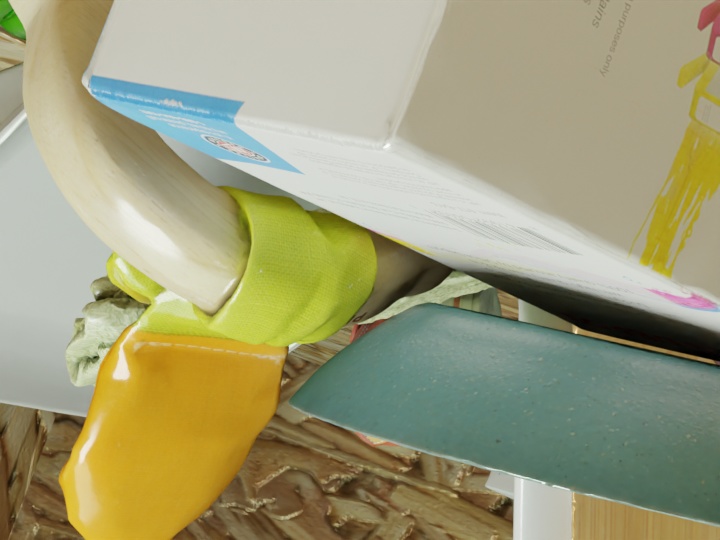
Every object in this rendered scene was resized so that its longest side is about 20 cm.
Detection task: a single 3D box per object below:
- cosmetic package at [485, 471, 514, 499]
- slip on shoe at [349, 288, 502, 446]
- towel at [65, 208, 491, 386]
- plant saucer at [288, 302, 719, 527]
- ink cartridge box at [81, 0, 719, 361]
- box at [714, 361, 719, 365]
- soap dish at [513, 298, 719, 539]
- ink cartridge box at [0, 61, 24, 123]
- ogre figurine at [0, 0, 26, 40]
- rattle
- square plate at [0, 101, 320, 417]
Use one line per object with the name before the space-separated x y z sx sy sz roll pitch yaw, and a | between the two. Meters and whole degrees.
cosmetic package | 0.155 0.060 1.284 0.052 0.151 0.200 24 173 -27
slip on shoe | 0.026 0.027 1.005 0.061 0.074 0.200 -13 -172 7
towel | 0.000 0.000 0.855 0.199 0.037 0.148 -16 177 -8
plant saucer | 0.082 0.040 0.678 0.199 0.036 0.200 13 180 0
ink cartridge box | 0.063 -0.058 0.635 0.200 0.126 0.128 24 174 -37
box | 0.178 -0.007 0.752 0.075 0.100 0.200 52 163 -16
soap dish | 0.098 0.079 0.983 0.081 0.201 0.157 0 -158 5
ink cartridge box | -0.077 -0.036 1.020 0.199 0.086 0.146 -19 165 10
ogre figurine | -0.173 -0.128 0.992 0.120 0.098 0.200 31 171 41
rattle | -0.070 -0.045 0.743 0.200 0.130 0.143 51 147 14
square plate | -0.079 -0.010 0.918 0.200 0.029 0.198 15 141 -43
